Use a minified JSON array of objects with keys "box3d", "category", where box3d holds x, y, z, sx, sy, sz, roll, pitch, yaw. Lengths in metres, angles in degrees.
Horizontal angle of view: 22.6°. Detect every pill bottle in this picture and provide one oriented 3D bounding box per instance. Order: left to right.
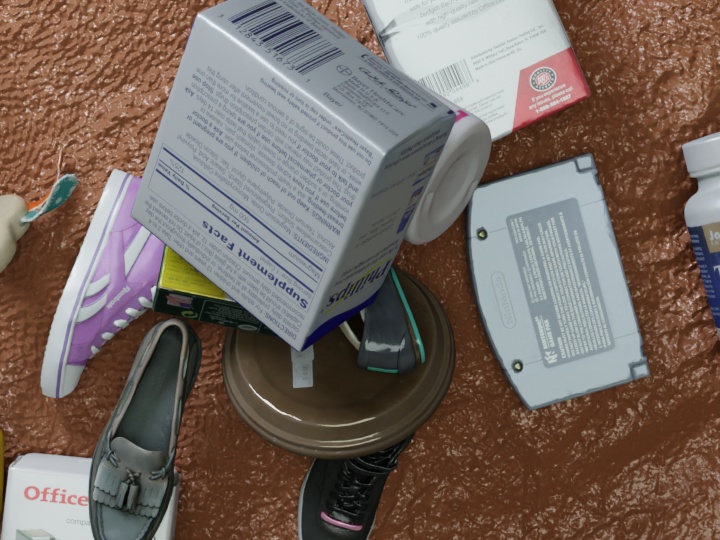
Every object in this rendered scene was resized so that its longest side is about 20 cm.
[{"box3d":[-0.003,-0.117,1.454,0.199,0.113,0.114,34,91,21],"category":"pill bottle"},{"box3d":[0.339,-0.021,1.527,0.110,0.111,0.202,-17,93,-1],"category":"pill bottle"}]

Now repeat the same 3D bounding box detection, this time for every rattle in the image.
[{"box3d":[-0.305,0.008,1.527,0.199,0.130,0.144,-35,106,-27],"category":"rattle"}]

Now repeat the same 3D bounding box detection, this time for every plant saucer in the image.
[{"box3d":[-0.019,0.064,1.499,0.198,0.030,0.202,-2,55,3],"category":"plant saucer"}]

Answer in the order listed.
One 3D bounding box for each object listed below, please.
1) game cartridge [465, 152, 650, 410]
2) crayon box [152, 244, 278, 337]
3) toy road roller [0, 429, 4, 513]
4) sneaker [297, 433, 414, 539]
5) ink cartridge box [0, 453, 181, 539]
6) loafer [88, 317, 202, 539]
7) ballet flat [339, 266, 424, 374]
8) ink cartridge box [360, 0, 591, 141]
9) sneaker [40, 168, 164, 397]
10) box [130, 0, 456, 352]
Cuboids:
[{"box3d":[0.164,0.012,1.560,0.132,0.042,0.202,-15,93,3],"category":"game cartridge"},{"box3d":[-0.095,-0.051,1.505,0.126,0.051,0.202,12,62,-7],"category":"crayon box"},{"box3d":[-0.389,0.171,1.506,0.199,0.145,0.124,12,101,41],"category":"toy road roller"},{"box3d":[-0.006,0.174,1.528,0.070,0.099,0.202,18,93,-5],"category":"sneaker"},{"box3d":[-0.235,0.266,1.529,0.144,0.084,0.203,6,91,-3],"category":"ink cartridge box"},{"box3d":[-0.179,0.133,1.467,0.071,0.063,0.202,14,76,-1],"category":"loafer"},{"box3d":[0.000,0.000,1.486,0.072,0.073,0.202,-13,56,-2],"category":"ballet flat"},{"box3d":[0.087,-0.210,1.521,0.143,0.084,0.202,-24,96,-1],"category":"ink cartridge box"},{"box3d":[-0.195,0.027,1.529,0.113,0.073,0.202,22,91,-6],"category":"sneaker"},{"box3d":[-0.054,-0.078,1.364,0.183,0.105,0.201,38,128,17],"category":"box"}]
